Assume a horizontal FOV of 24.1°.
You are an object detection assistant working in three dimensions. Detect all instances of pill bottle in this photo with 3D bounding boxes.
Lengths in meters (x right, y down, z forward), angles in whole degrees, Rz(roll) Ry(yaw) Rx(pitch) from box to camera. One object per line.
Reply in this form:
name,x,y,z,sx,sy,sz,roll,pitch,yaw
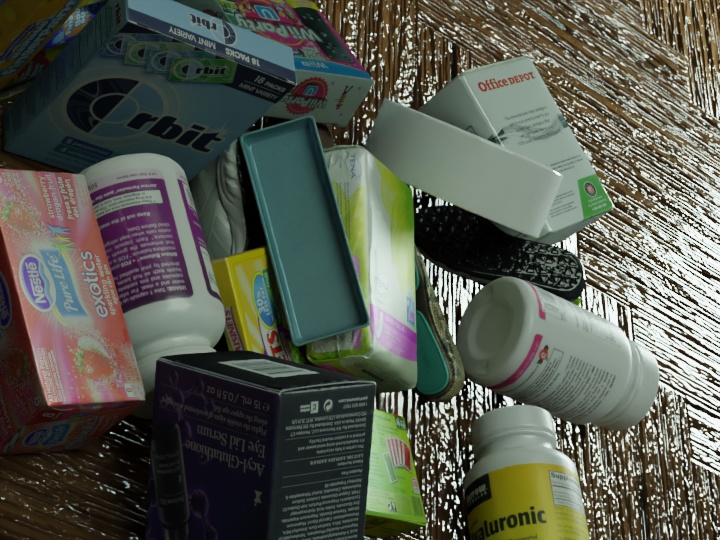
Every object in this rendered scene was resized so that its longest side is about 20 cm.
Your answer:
pill bottle,-0.175,0.015,1.392,0.112,0.112,0.201,4,60,-43
pill bottle,0.204,0.091,1.719,0.199,0.113,0.114,24,48,-32
pill bottle,0.155,0.233,1.570,0.111,0.111,0.201,19,50,-35

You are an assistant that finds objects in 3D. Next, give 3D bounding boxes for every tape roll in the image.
tape roll,0.102,-0.103,1.697,0.201,0.071,0.202,22,4,-2

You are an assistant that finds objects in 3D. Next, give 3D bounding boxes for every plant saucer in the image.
plant saucer,-0.049,-0.034,1.462,0.019,0.069,0.202,75,-1,-73

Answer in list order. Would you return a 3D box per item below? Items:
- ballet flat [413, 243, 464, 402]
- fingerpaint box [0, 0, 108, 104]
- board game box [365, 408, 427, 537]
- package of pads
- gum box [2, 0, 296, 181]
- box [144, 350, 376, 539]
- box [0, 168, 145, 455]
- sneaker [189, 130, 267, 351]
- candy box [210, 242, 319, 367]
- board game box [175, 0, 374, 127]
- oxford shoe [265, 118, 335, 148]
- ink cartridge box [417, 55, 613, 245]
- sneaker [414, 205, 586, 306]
ballet flat,0.050,0.035,1.653,0.201,0.067,0.075,68,19,9
fingerpaint box,-0.268,-0.213,1.390,0.166,0.200,0.074,-28,84,-51
board game box,-0.011,0.167,1.434,0.200,0.047,0.102,26,48,-63
package of pads,0.000,0.000,1.536,0.154,0.068,0.202,36,50,-66
gum box,-0.181,-0.146,1.430,0.169,0.200,0.045,17,52,-36
box,-0.079,0.172,1.283,0.104,0.147,0.202,-1,97,-46
box,-0.252,0.032,1.309,0.094,0.102,0.201,2,63,-45
sneaker,-0.120,-0.022,1.515,0.074,0.079,0.202,19,64,-59
candy box,-0.072,0.080,1.462,0.102,0.026,0.202,-18,95,-55
board game box,-0.098,-0.231,1.638,0.147,0.064,0.201,2,44,-44
oxford shoe,-0.041,-0.076,1.626,0.073,0.071,0.201,23,48,-38
ink cartridge box,0.172,-0.125,1.863,0.146,0.083,0.201,-19,78,-49
sneaker,0.139,0.000,1.760,0.199,0.083,0.072,23,63,-1
